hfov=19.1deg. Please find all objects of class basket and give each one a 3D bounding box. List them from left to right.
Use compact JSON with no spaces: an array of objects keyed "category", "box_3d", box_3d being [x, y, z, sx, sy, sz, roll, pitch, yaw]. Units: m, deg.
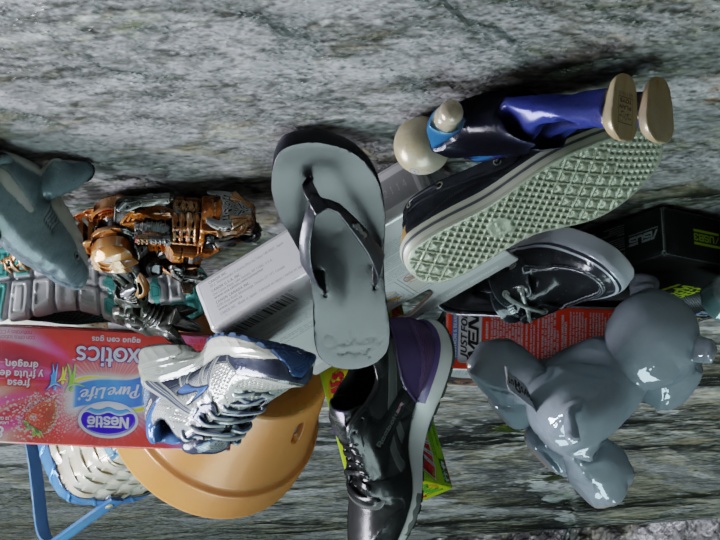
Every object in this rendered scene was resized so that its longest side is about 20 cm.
[{"category":"basket","box_3d":[-0.271,0.164,2.131,0.199,0.178,0.139,-27,157,36]}]

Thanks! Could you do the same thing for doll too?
[{"category":"doll","box_3d":[0.100,-0.096,1.401,0.199,0.049,0.136,-6,176,42]}]

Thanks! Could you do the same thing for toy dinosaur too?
[{"category":"toy dinosaur","box_3d":[-0.172,-0.023,1.635,0.199,0.103,0.136,12,156,21]}]

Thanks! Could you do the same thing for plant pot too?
[{"category":"plant pot","box_3d":[-0.114,0.102,1.917,0.199,0.201,0.140,5,147,-25]}]

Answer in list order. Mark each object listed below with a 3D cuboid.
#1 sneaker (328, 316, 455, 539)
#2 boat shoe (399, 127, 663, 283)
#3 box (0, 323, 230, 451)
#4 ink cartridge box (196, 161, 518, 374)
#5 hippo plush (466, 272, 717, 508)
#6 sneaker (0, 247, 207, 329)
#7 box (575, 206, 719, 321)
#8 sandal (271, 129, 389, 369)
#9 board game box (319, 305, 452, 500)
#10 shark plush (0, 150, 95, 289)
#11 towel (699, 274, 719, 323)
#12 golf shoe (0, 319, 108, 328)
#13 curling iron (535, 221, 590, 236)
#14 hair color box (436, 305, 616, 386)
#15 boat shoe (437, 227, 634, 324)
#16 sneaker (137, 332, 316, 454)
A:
[{"category":"sneaker","box_3d":[0.004,0.131,1.686,0.087,0.202,0.076,6,-170,-38]},{"category":"boat shoe","box_3d":[0.115,-0.059,1.496,0.199,0.062,0.075,-26,132,9]},{"category":"box","box_3d":[-0.207,0.095,1.757,0.198,0.096,0.103,3,179,-11]},{"category":"ink cartridge box","box_3d":[0.000,0.000,1.633,0.199,0.045,0.176,-30,156,16]},{"category":"hippo plush","box_3d":[0.190,0.073,1.724,0.161,0.159,0.200,-44,150,-7]},{"category":"sneaker","box_3d":[-0.215,0.012,1.773,0.198,0.078,0.091,4,175,9]},{"category":"box","box_3d":[0.258,0.002,1.815,0.192,0.048,0.199,7,163,-37]},{"category":"sandal","box_3d":[-0.013,-0.011,1.520,0.075,0.043,0.201,-12,122,5]},{"category":"board game box","box_3d":[0.011,0.094,1.823,0.047,0.201,0.101,-25,157,24]},{"category":"shark plush","box_3d":[-0.257,-0.044,1.492,0.090,0.084,0.200,-7,165,23]},{"category":"towel","box_3d":[0.395,0.002,1.729,0.199,0.048,0.171,15,136,-41]},{"category":"golf shoe","box_3d":[-0.317,0.058,1.882,0.198,0.092,0.075,-2,168,8]},{"category":"curling iron","box_3d":[0.167,-0.032,1.698,0.049,0.026,0.200,37,156,-2]},{"category":"hair color box","box_3d":[0.167,0.068,1.856,0.198,0.064,0.111,3,170,-2]},{"category":"boat shoe","box_3d":[0.133,0.011,1.704,0.199,0.068,0.072,2,141,50]},{"category":"sneaker","box_3d":[-0.100,0.098,1.613,0.077,0.086,0.199,14,165,-33]}]
